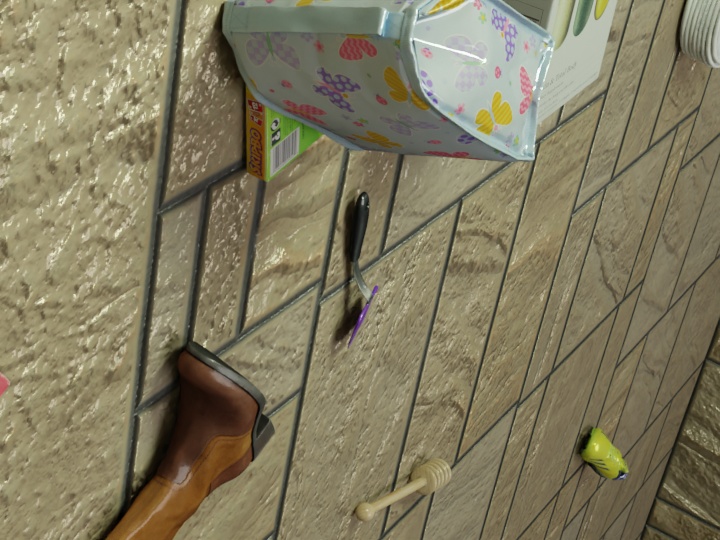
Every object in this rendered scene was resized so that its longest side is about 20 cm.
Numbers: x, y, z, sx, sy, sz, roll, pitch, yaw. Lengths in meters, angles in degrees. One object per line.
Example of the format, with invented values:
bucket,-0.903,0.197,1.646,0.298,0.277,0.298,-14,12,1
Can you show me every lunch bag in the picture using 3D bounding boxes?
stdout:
lunch bag,0.022,-0.158,1.114,0.200,0.169,0.127,17,82,-53

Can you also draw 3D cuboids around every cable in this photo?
cable,0.517,-0.386,2.153,0.200,0.069,0.200,-60,157,-9

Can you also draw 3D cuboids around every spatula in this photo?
spatula,0.000,0.000,1.476,0.200,0.021,0.057,88,22,-46

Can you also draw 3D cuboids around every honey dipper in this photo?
honey dipper,0.050,0.273,1.877,0.200,0.038,0.038,-17,130,-57

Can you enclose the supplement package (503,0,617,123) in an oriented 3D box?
supplement package,0.130,-0.254,1.317,0.152,0.151,0.200,-38,147,-46

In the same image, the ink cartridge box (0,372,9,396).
ink cartridge box,-0.302,0.101,0.828,0.200,0.083,0.145,-57,157,-16

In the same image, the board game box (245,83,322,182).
board game box,-0.024,-0.162,1.238,0.200,0.030,0.096,-42,148,-38

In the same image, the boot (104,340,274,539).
boot,-0.166,0.168,1.271,0.200,0.068,0.188,-49,162,-17

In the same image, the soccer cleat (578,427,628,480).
soccer cleat,0.445,0.333,2.761,0.065,0.084,0.200,-60,158,-9
